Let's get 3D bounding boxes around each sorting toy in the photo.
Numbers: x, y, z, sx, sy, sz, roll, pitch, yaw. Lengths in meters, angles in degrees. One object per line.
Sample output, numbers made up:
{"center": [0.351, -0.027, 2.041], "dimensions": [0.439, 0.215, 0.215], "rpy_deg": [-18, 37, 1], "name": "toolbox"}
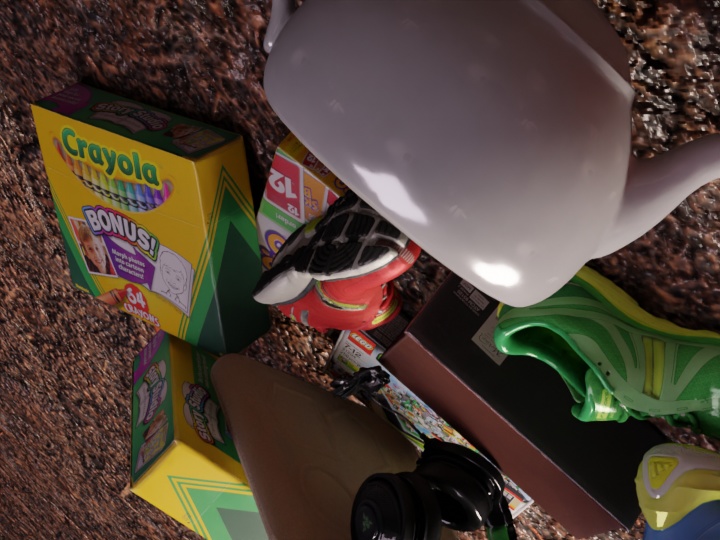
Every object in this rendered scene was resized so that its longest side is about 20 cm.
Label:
{"center": [-0.018, 0.160, 0.918], "dimensions": [0.199, 0.037, 0.186], "rpy_deg": [23, -151, -41], "name": "sorting toy"}

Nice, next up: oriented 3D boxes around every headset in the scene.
{"center": [0.038, 0.165, 0.848], "dimensions": [0.093, 0.123, 0.203], "rpy_deg": [-19, 91, 51], "name": "headset"}

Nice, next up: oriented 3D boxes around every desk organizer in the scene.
{"center": [0.113, 0.094, 0.830], "dimensions": [0.200, 0.072, 0.077], "rpy_deg": [42, 154, 0], "name": "desk organizer"}

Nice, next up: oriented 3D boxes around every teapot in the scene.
{"center": [0.057, -0.093, 0.569], "dimensions": [0.199, 0.147, 0.198], "rpy_deg": [29, -166, -44], "name": "teapot"}

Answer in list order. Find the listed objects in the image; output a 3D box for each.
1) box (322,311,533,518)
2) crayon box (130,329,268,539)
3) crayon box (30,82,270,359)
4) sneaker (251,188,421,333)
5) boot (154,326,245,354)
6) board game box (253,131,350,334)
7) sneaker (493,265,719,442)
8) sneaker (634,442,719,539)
{"center": [0.065, 0.109, 0.947], "dimensions": [0.199, 0.035, 0.110], "rpy_deg": [38, 151, 7], "name": "box"}
{"center": [-0.102, 0.147, 0.959], "dimensions": [0.172, 0.058, 0.200], "rpy_deg": [38, -168, -22], "name": "crayon box"}
{"center": [-0.169, -0.043, 0.954], "dimensions": [0.198, 0.058, 0.175], "rpy_deg": [20, 131, 36], "name": "crayon box"}
{"center": [0.000, 0.000, 0.805], "dimensions": [0.085, 0.078, 0.200], "rpy_deg": [36, 159, -15], "name": "sneaker"}
{"center": [-0.163, 0.046, 1.112], "dimensions": [0.107, 0.075, 0.201], "rpy_deg": [35, 143, 17], "name": "boot"}
{"center": [-0.037, -0.020, 0.906], "dimensions": [0.095, 0.030, 0.200], "rpy_deg": [38, 154, 7], "name": "board game box"}
{"center": [0.167, 0.067, 0.710], "dimensions": [0.198, 0.084, 0.075], "rpy_deg": [27, 149, 23], "name": "sneaker"}
{"center": [0.227, 0.181, 0.718], "dimensions": [0.199, 0.106, 0.075], "rpy_deg": [27, 163, -29], "name": "sneaker"}
